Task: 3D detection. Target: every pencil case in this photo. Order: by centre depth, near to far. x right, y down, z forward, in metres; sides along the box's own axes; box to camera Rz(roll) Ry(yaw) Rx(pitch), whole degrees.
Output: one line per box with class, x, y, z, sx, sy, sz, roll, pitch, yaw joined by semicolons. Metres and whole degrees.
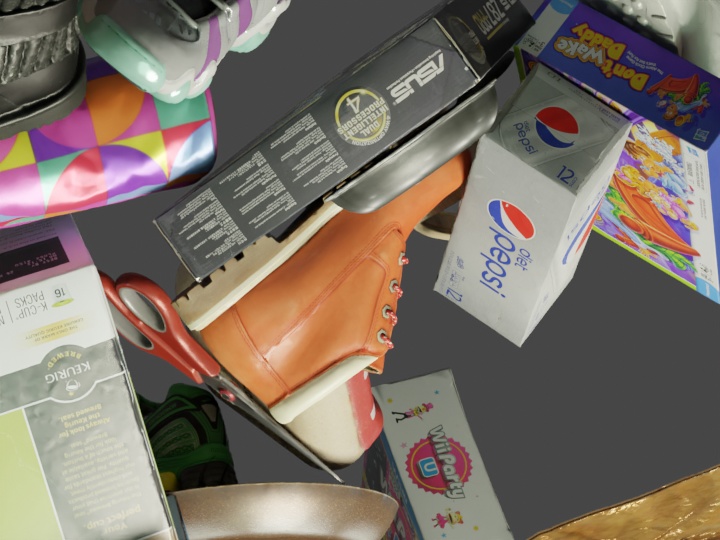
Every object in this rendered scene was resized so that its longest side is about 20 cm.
pencil case;-0.175;-0.064;1.545;0.199;0.089;0.088;-17;150;-10

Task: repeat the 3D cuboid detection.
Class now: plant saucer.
plant saucer;-0.074;0.170;1.823;0.199;0.032;0.200;-4;163;-1

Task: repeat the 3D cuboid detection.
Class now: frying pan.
frying pan;0.037;-0.072;1.599;0.115;0.031;0.190;-35;-178;13

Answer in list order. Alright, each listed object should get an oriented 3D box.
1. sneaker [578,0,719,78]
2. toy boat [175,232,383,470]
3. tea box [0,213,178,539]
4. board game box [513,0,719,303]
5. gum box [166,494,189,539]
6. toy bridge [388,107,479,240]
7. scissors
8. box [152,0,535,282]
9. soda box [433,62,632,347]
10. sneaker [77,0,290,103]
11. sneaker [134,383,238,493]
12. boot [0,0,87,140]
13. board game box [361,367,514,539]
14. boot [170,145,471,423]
sneaker;0.188;-0.144;1.688;0.081;0.076;0.200;-47;148;-10
toy boat;-0.028;0.030;1.785;0.131;0.130;0.200;-46;156;-19
tea box;-0.227;0.088;1.622;0.199;0.134;0.197;-17;113;-8
board game box;0.166;-0.071;1.703;0.045;0.134;0.200;-52;157;-15
gum box;-0.189;0.204;1.652;0.199;0.170;0.045;-17;106;-4
toy bridge;0.053;-0.054;1.769;0.067;0.027;0.200;-29;148;12
scissors;-0.091;0.066;1.751;0.200;0.014;0.073;45;150;-22
box;-0.006;-0.083;1.587;0.200;0.049;0.161;-35;-178;20
soda box;0.100;-0.035;1.691;0.063;0.068;0.200;-51;168;-26
sneaker;-0.060;-0.166;1.425;0.140;0.078;0.200;-49;-179;23
sneaker;-0.149;0.129;1.871;0.078;0.085;0.200;14;154;-41
boot;-0.229;-0.114;1.428;0.211;0.080;0.158;-26;159;-16
board game box;0.050;0.185;2.032;0.064;0.148;0.200;-13;148;-13
boot;0.000;0.000;1.658;0.200;0.107;0.075;-38;-178;-10
